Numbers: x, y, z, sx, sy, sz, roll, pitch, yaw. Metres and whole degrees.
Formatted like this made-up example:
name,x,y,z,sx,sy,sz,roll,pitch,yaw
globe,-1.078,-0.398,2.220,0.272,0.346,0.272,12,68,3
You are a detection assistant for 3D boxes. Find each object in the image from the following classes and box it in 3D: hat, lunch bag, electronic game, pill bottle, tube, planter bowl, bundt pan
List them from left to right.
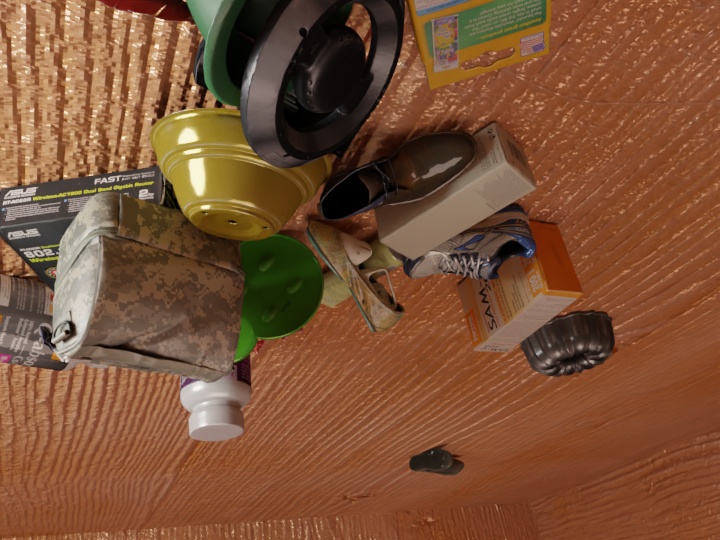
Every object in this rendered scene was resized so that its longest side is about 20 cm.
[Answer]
name,x,y,z,sx,sy,sz,roll,pitch,yaw
pill bottle,-0.450,0.078,0.876,0.199,0.117,0.116,18,140,-37
lunch bag,-0.231,0.031,0.681,0.199,0.169,0.139,22,130,-42
hat,-0.125,-0.255,0.518,0.200,0.176,0.166,-29,158,-56
pill bottle,-0.231,0.162,0.993,0.111,0.202,0.113,-7,149,-4
planter bowl,-0.133,-0.086,0.672,0.198,0.084,0.201,4,163,1
electronic game,-0.029,-0.180,0.555,0.200,0.042,0.201,-43,158,-22
tube,-0.012,0.006,0.954,0.199,0.058,0.052,-34,-175,38
bundt pan,0.445,0.166,1.313,0.199,0.076,0.203,-8,148,-5

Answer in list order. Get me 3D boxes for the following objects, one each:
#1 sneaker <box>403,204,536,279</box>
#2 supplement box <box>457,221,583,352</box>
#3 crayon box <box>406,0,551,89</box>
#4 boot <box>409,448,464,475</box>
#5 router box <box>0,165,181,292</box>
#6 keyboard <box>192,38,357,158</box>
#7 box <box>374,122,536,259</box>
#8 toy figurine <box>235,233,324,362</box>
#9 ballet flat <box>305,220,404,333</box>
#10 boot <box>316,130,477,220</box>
name,x,y,z,sx,sy,sz,roll,pitch,yaw
sneaker,0.159,-0.025,0.880,0.198,0.086,0.077,-21,149,-3
supplement box,0.245,0.031,0.986,0.073,0.127,0.200,5,145,-24
crayon box,0.097,-0.262,0.536,0.124,0.052,0.200,-15,148,8
boot,0.281,0.643,2.052,0.199,0.073,0.181,28,147,-37
router box,-0.313,-0.046,0.764,0.198,0.063,0.150,-9,148,-1
keyboard,-0.085,-0.183,0.647,0.199,0.040,0.104,21,114,-39
box,0.116,-0.096,0.798,0.199,0.069,0.082,-29,144,30
toy figurine,-0.141,0.069,0.915,0.150,0.201,0.184,35,163,10
ballet flat,0.000,0.000,0.875,0.070,0.071,0.201,-24,113,23
boot,0.040,-0.102,0.721,0.198,0.097,0.075,-20,105,18
